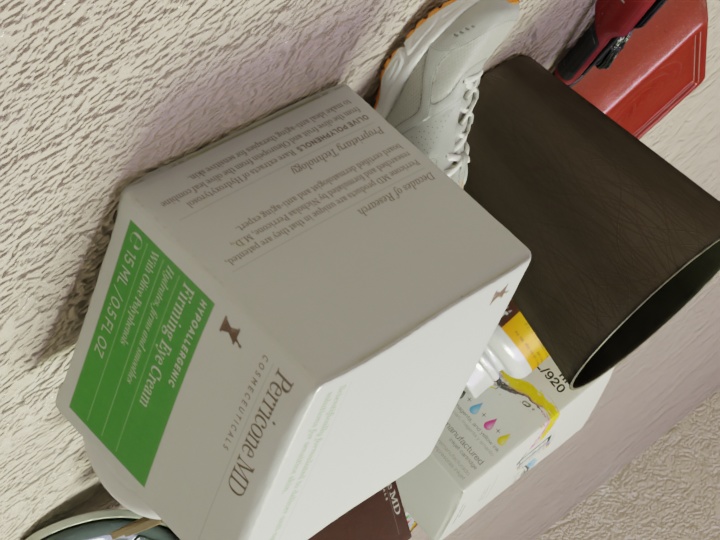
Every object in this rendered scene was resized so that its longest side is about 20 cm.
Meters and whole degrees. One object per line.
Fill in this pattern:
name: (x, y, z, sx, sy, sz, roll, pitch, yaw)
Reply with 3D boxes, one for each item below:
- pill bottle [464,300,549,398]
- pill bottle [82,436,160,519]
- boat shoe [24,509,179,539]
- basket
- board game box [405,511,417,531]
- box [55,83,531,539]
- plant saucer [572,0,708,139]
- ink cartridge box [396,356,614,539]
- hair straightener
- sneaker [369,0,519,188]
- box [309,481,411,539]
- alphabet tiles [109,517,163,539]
pill bottle: (0.149, 0.018, 1.898, 0.200, 0.109, 0.109, -42, 165, -4)
pill bottle: (-0.088, 0.087, 1.467, 0.200, 0.111, 0.111, -25, 157, -51)
boat shoe: (-0.168, 0.226, 1.633, 0.199, 0.062, 0.073, 13, 140, -46)
basket: (0.147, -0.044, 1.535, 0.180, 0.200, 0.136, -38, 164, -21)
board game box: (0.010, 0.309, 2.499, 0.200, 0.035, 0.126, -21, 154, -55)
box: (-0.043, 0.037, 1.287, 0.200, 0.171, 0.200, -30, 155, -42)
plant saucer: (0.218, -0.141, 1.779, 0.199, 0.037, 0.200, -42, 166, -2)
ink cartridge box: (0.108, 0.121, 2.003, 0.200, 0.147, 0.145, -37, 164, -23)
hair straightener: (0.198, -0.181, 1.600, 0.077, 0.041, 0.200, -30, 160, -40)
sneaker: (0.048, -0.089, 1.364, 0.200, 0.092, 0.076, -51, 164, 27)
box: (-0.048, 0.200, 1.683, 0.075, 0.101, 0.200, -13, -173, 33)
alphabet tiles: (-0.079, 0.150, 1.558, 0.199, 0.008, 0.167, -23, 179, 25)
